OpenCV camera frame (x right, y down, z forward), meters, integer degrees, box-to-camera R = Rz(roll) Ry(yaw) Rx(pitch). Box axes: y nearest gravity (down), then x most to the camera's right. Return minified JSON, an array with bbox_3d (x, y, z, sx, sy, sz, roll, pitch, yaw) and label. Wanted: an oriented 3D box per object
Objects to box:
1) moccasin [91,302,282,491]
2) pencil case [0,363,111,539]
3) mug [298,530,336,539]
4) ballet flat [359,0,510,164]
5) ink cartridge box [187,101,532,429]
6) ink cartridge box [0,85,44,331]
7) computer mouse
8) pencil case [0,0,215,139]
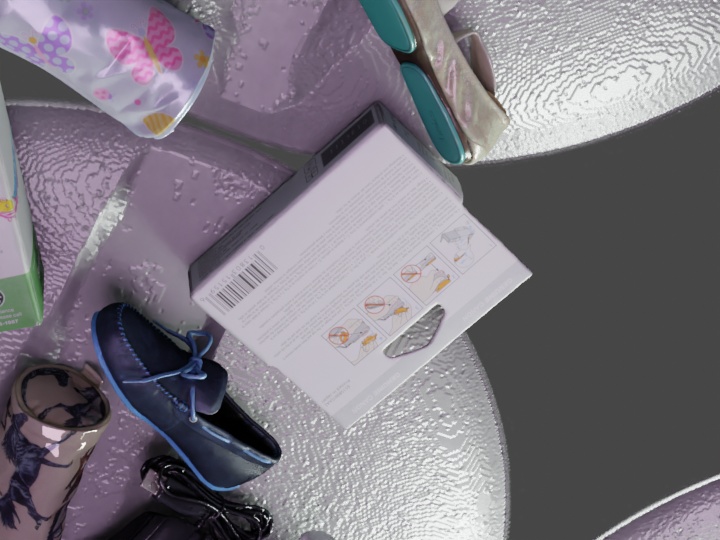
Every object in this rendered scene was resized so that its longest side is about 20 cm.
[{"bbox_3d":[-0.128,0.087,1.379,0.068,0.081,0.200,-20,135,21],"label":"moccasin"},{"bbox_3d":[-0.252,0.169,1.406,0.077,0.089,0.201,27,116,10],"label":"pencil case"},{"bbox_3d":[-0.053,0.302,1.450,0.146,0.176,0.201,12,118,-14],"label":"mug"},{"bbox_3d":[0.049,-0.165,1.269,0.062,0.067,0.201,-39,125,-16],"label":"ballet flat"},{"bbox_3d":[0.000,0.000,1.359,0.200,0.044,0.173,-40,118,15],"label":"ink cartridge box"},{"bbox_3d":[-0.310,-0.055,1.262,0.144,0.088,0.201,-10,123,-2],"label":"ink cartridge box"},{"bbox_3d":[-0.176,0.244,1.463,0.200,0.053,0.138,-41,128,18],"label":"computer mouse"},{"bbox_3d":[-0.195,-0.166,1.212,0.199,0.083,0.091,28,90,-22],"label":"pencil case"}]
